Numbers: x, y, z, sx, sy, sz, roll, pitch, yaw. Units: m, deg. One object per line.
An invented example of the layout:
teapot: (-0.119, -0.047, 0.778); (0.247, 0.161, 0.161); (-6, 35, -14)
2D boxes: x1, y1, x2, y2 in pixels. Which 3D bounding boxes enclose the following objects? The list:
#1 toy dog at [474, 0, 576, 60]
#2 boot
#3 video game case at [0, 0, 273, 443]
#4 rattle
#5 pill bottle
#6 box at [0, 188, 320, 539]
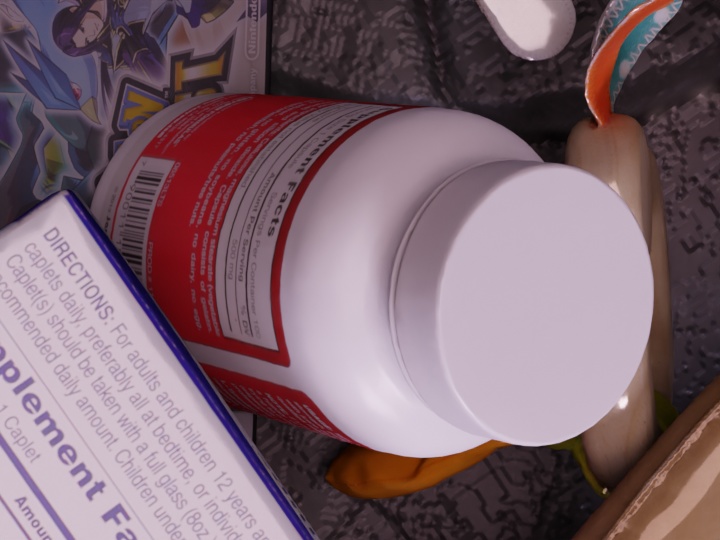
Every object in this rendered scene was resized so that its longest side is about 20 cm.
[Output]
toy dog: (0.070, -0.135, 0.815); (0.199, 0.132, 0.097); (0, 134, -2)
boot: (0.130, 0.110, 0.797); (0.200, 0.175, 0.066); (-45, 59, -4)
video game case: (-0.113, -0.017, 0.795); (0.180, 0.025, 0.201); (-2, 97, -37)
rattle: (0.053, -0.014, 0.804); (0.142, 0.130, 0.201); (8, 133, 26)
pill bottle: (0.000, 0.000, 0.740); (0.112, 0.200, 0.113); (-5, 99, -34)
box: (-0.119, 0.105, 0.691); (0.200, 0.105, 0.184); (-35, 93, -5)
